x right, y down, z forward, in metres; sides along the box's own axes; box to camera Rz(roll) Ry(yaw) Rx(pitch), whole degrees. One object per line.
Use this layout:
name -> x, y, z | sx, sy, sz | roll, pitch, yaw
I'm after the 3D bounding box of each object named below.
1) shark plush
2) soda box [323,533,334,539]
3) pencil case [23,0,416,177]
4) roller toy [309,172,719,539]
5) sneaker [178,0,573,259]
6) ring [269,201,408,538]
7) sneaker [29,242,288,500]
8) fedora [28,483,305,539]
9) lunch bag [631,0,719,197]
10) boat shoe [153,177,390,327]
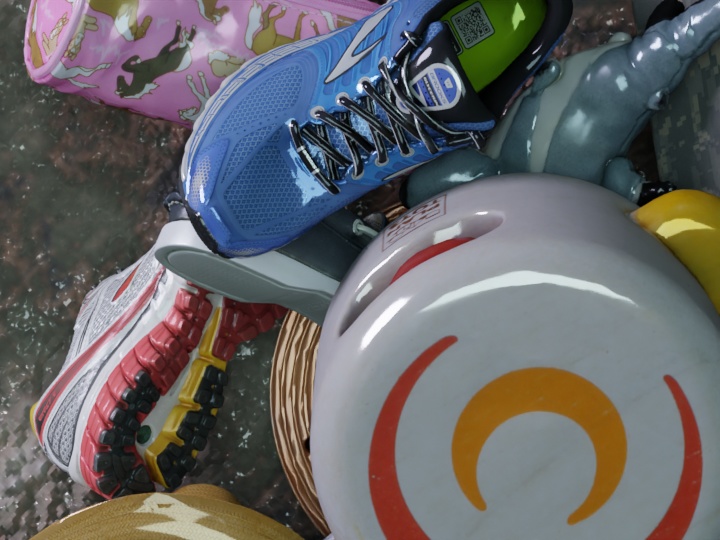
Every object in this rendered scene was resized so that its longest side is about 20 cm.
shark plush -> 0.113, -0.053, 1.301 | 0.200, 0.091, 0.083 | -43, 64, 18
soda box -> 0.061, 0.191, 1.359 | 0.068, 0.064, 0.200 | -40, 89, -5
pencil case -> -0.054, -0.102, 1.321 | 0.199, 0.083, 0.087 | 12, 90, -20
roller toy -> 0.071, 0.054, 1.245 | 0.182, 0.140, 0.201 | 11, 108, -3
sneaker -> 0.008, -0.076, 1.254 | 0.200, 0.089, 0.079 | -38, 104, -14
ring -> 0.056, 0.060, 1.402 | 0.200, 0.019, 0.201 | 0, 89, 2
sneaker -> -0.091, 0.010, 1.373 | 0.200, 0.082, 0.078 | -57, 133, -15
fedora -> -0.081, 0.165, 1.335 | 0.200, 0.082, 0.201 | 2, 125, 4
lunch bag -> 0.233, -0.089, 1.337 | 0.199, 0.117, 0.165 | -3, 80, -31
boat shoe -> 0.000, 0.000, 1.334 | 0.200, 0.075, 0.061 | 27, 70, -33
